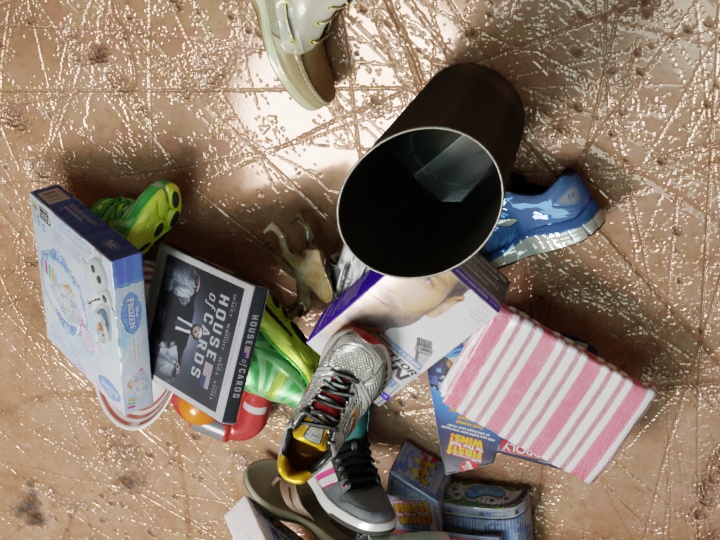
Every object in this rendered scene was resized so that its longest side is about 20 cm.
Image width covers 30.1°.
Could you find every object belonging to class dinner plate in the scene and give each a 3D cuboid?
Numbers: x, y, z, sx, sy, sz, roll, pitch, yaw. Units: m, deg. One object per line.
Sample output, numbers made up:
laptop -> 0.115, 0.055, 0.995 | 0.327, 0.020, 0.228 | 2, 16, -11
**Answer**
dinner plate -> -0.259, 0.088, 1.588 | 0.199, 0.024, 0.203 | -8, 79, 48

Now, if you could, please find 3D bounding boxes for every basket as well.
basket -> 0.084, -0.109, 1.284 | 0.136, 0.200, 0.180 | 45, 126, -10

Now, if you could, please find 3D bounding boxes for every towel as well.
towel -> 0.196, 0.128, 1.416 | 0.199, 0.030, 0.147 | 29, 126, 1

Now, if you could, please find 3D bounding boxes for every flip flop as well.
flip flop -> -0.059, 0.279, 1.627 | 0.199, 0.081, 0.058 | 30, 134, 34

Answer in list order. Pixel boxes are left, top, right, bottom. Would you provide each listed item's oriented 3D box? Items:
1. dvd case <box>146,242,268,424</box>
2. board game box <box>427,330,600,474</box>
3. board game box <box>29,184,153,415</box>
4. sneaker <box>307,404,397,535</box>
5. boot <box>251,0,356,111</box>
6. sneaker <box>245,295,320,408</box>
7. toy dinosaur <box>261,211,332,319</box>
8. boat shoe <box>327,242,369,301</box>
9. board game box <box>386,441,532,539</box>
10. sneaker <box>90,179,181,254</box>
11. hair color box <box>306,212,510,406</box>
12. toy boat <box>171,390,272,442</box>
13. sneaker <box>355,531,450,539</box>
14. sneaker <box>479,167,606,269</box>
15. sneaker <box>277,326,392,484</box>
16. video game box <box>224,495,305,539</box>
dvd case -> -0.180, 0.065, 1.466 | 0.199, 0.025, 0.152 | 21, 100, 50
board game box -> 0.159, 0.147, 1.494 | 0.198, 0.062, 0.202 | 14, 124, 14
board game box -> -0.306, 0.031, 1.523 | 0.200, 0.043, 0.201 | 35, 133, 43
sneaker -> -0.011, 0.207, 1.552 | 0.200, 0.083, 0.122 | 41, 128, 48
boot -> -0.023, -0.262, 1.317 | 0.153, 0.072, 0.202 | -9, 115, 24
sneaker -> -0.087, 0.114, 1.494 | 0.083, 0.074, 0.201 | -33, 96, 21
toy dinosaur -> -0.058, -0.013, 1.464 | 0.102, 0.058, 0.200 | 56, 158, 11
boat shoe -> 0.000, 0.000, 1.475 | 0.071, 0.072, 0.201 | 34, 122, 17
board game box -> 0.103, 0.309, 1.606 | 0.198, 0.062, 0.202 | 3, 121, 21
sneaker -> -0.274, -0.051, 1.531 | 0.084, 0.074, 0.200 | 56, 135, 4
hair color box -> 0.047, 0.044, 1.385 | 0.109, 0.065, 0.200 | 41, 127, -10
toy boat -> -0.171, 0.131, 1.576 | 0.129, 0.131, 0.201 | 20, 125, 9
sneaker -> 0.022, 0.372, 1.561 | 0.117, 0.074, 0.202 | 9, 125, -14
sneaker -> 0.150, -0.054, 1.379 | 0.199, 0.078, 0.090 | -20, 97, 27
sneaker -> -0.028, 0.145, 1.389 | 0.077, 0.082, 0.201 | 27, 121, 2
video game box -> -0.070, 0.385, 1.624 | 0.047, 0.200, 0.182 | -42, 123, 3
